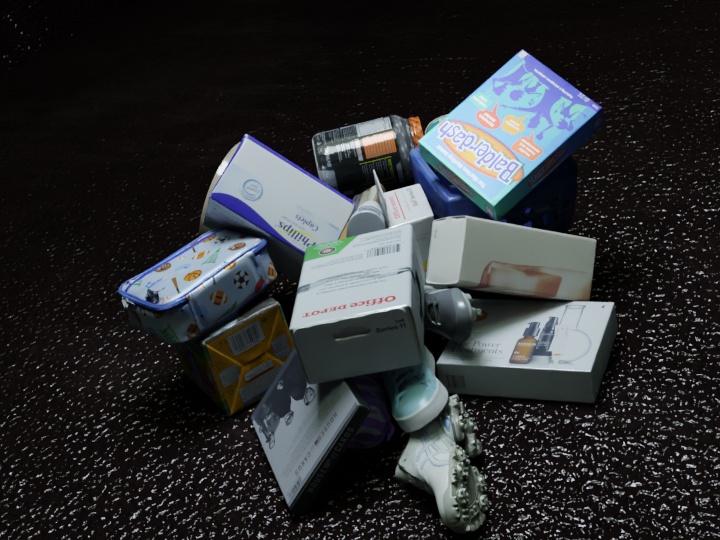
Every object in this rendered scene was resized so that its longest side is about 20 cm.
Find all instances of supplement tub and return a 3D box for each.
[{"bbox_3d":[0.019,-0.207,1.853,0.197,0.124,0.123,-13,29,2],"label":"supplement tub"}]

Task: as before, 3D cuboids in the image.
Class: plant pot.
[{"bbox_3d":[0.196,-0.086,1.493,0.197,0.182,0.200,-15,28,-8],"label":"plant pot"}]

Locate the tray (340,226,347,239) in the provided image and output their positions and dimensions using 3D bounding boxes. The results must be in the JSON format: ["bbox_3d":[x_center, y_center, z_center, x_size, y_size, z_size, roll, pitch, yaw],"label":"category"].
[{"bbox_3d":[-0.056,-0.020,1.596,0.099,0.037,0.201,-51,20,21],"label":"tray"}]

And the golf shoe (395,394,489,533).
[{"bbox_3d":[0.086,0.228,1.136,0.096,0.079,0.201,-26,21,14],"label":"golf shoe"}]

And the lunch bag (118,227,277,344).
[{"bbox_3d":[-0.222,0.016,1.372,0.199,0.076,0.159,-33,30,-29],"label":"lunch bag"}]

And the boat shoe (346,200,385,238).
[{"bbox_3d":[0.000,0.000,1.433,0.071,0.203,0.066,6,23,6],"label":"boat shoe"}]

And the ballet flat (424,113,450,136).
[{"bbox_3d":[0.191,-0.188,1.436,0.197,0.070,0.070,-1,31,14],"label":"ballet flat"}]

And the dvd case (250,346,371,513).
[{"bbox_3d":[-0.065,0.173,1.234,0.151,0.025,0.200,-57,30,11],"label":"dvd case"}]

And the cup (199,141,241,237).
[{"bbox_3d":[-0.159,-0.095,1.704,0.142,0.202,0.201,21,38,10],"label":"cup"}]

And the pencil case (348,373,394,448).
[{"bbox_3d":[0.000,0.139,1.307,0.085,0.085,0.201,20,30,-9],"label":"pencil case"}]

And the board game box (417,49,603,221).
[{"bbox_3d":[0.198,-0.181,1.361,0.200,0.045,0.152,-42,61,-9],"label":"board game box"}]

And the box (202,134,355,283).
[{"bbox_3d":[-0.119,-0.079,1.456,0.106,0.183,0.200,-60,6,-12],"label":"box"}]

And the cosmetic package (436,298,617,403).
[{"bbox_3d":[0.214,0.098,1.306,0.198,0.052,0.151,0,30,26],"label":"cosmetic package"}]

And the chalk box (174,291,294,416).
[{"bbox_3d":[-0.191,0.089,1.434,0.124,0.125,0.199,-28,30,-21],"label":"chalk box"}]

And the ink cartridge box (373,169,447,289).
[{"bbox_3d":[0.074,-0.042,1.456,0.066,0.202,0.117,-14,29,-1],"label":"ink cartridge box"}]

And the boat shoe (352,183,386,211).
[{"bbox_3d":[0.003,-0.072,1.686,0.064,0.072,0.201,-18,31,24],"label":"boat shoe"}]

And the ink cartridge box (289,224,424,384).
[{"bbox_3d":[0.001,0.038,1.233,0.145,0.084,0.201,-11,28,11],"label":"ink cartridge box"}]

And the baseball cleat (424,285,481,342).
[{"bbox_3d":[0.080,0.059,1.317,0.105,0.071,0.200,-8,2,-12],"label":"baseball cleat"}]

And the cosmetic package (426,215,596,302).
[{"bbox_3d":[0.198,-0.012,1.349,0.197,0.089,0.103,9,-3,-20],"label":"cosmetic package"}]

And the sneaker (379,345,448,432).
[{"bbox_3d":[0.049,0.122,1.228,0.074,0.082,0.200,-40,15,7],"label":"sneaker"}]
